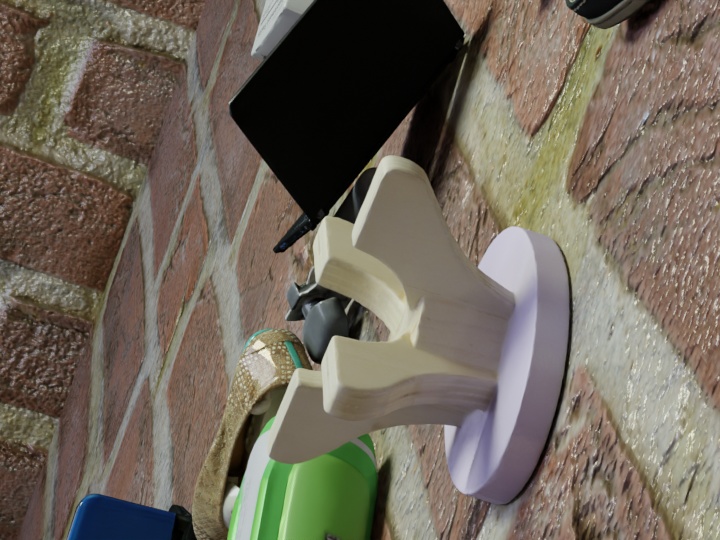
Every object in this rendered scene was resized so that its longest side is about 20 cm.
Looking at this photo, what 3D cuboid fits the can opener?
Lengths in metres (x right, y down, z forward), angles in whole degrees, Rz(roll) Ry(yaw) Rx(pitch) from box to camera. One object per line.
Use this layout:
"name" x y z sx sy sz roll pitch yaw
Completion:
"can opener" 0.000 0.000 1.854 0.067 0.053 0.200 68 152 21

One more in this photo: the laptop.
"laptop" -0.020 -0.123 1.823 0.178 0.103 0.200 -50 5 -15

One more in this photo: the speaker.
"speaker" -0.039 0.185 1.605 0.089 0.088 0.201 121 164 -49

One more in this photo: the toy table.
"toy table" 0.033 0.036 1.402 0.200 0.116 0.185 -111 40 -72

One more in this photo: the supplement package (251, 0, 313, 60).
"supplement package" 0.000 -0.256 2.066 0.114 0.109 0.201 136 151 -68

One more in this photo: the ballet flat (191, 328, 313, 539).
"ballet flat" -0.076 0.139 1.922 0.065 0.070 0.201 47 134 46

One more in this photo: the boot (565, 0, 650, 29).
"boot" 0.106 -0.217 1.341 0.204 0.153 0.074 123 162 -53

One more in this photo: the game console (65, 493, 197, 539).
"game console" -0.224 0.293 2.282 0.171 0.118 0.201 -172 100 -79
